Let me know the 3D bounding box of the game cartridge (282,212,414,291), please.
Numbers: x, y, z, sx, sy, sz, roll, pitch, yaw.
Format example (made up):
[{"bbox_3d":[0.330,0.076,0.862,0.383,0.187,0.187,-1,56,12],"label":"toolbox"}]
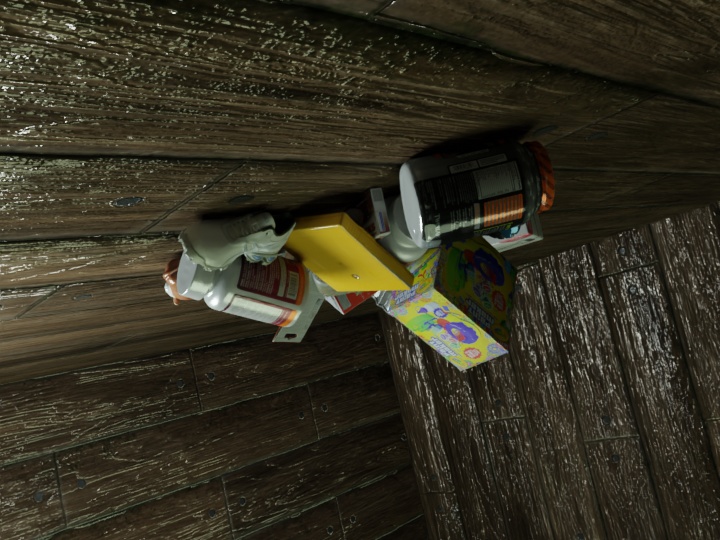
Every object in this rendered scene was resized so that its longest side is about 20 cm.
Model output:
[{"bbox_3d":[-0.032,-0.026,1.147,0.173,0.033,0.199,-2,148,41],"label":"game cartridge"}]

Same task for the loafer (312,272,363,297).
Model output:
[{"bbox_3d":[0.000,0.000,1.331,0.194,0.076,0.071,-12,144,-17],"label":"loafer"}]

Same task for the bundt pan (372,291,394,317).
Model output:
[{"bbox_3d":[0.117,0.020,1.704,0.197,0.205,0.077,-10,145,-29],"label":"bundt pan"}]

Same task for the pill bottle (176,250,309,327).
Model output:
[{"bbox_3d":[-0.187,0.017,1.137,0.196,0.113,0.109,18,157,-31],"label":"pill bottle"}]

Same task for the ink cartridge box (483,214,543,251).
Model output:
[{"bbox_3d":[0.322,-0.095,1.590,0.142,0.087,0.199,-17,174,22],"label":"ink cartridge box"}]

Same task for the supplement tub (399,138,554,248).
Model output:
[{"bbox_3d":[0.159,-0.110,0.980,0.194,0.126,0.123,-13,173,-6],"label":"supplement tub"}]

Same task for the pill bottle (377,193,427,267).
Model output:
[{"bbox_3d":[0.055,-0.058,1.194,0.109,0.116,0.200,-11,168,-23],"label":"pill bottle"}]

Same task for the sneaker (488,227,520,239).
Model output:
[{"bbox_3d":[0.209,-0.099,1.338,0.194,0.083,0.074,-1,137,22],"label":"sneaker"}]

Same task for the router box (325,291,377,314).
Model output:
[{"bbox_3d":[0.006,0.008,1.472,0.177,0.050,0.200,-33,-168,-8],"label":"router box"}]

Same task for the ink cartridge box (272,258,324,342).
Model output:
[{"bbox_3d":[-0.111,0.039,1.359,0.050,0.204,0.108,33,-171,25],"label":"ink cartridge box"}]

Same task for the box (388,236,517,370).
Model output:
[{"bbox_3d":[0.173,0.036,1.288,0.198,0.196,0.121,37,137,-24],"label":"box"}]

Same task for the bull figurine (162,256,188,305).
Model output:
[{"bbox_3d":[-0.300,0.014,1.272,0.118,0.067,0.200,-17,176,-11],"label":"bull figurine"}]

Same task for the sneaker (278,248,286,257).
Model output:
[{"bbox_3d":[-0.159,-0.007,1.268,0.073,0.095,0.200,-10,171,-13],"label":"sneaker"}]

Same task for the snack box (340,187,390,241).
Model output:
[{"bbox_3d":[-0.008,-0.070,1.164,0.024,0.074,0.199,-10,172,-25],"label":"snack box"}]

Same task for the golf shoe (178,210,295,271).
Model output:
[{"bbox_3d":[-0.173,-0.058,1.021,0.097,0.080,0.198,-39,166,29],"label":"golf shoe"}]
